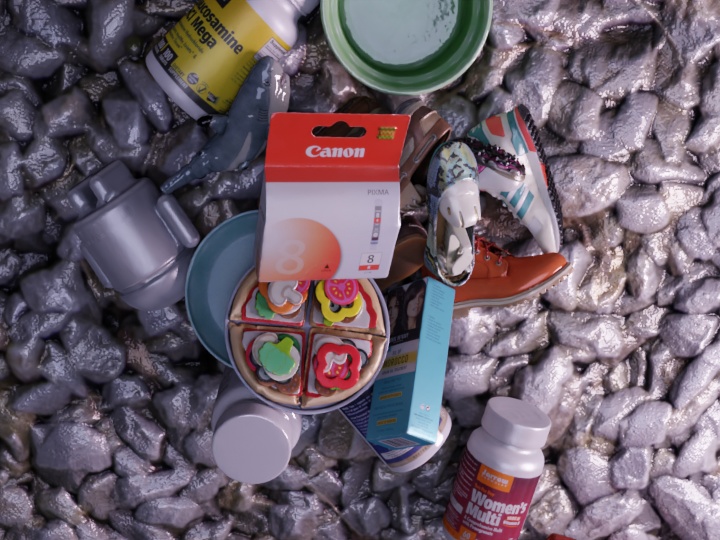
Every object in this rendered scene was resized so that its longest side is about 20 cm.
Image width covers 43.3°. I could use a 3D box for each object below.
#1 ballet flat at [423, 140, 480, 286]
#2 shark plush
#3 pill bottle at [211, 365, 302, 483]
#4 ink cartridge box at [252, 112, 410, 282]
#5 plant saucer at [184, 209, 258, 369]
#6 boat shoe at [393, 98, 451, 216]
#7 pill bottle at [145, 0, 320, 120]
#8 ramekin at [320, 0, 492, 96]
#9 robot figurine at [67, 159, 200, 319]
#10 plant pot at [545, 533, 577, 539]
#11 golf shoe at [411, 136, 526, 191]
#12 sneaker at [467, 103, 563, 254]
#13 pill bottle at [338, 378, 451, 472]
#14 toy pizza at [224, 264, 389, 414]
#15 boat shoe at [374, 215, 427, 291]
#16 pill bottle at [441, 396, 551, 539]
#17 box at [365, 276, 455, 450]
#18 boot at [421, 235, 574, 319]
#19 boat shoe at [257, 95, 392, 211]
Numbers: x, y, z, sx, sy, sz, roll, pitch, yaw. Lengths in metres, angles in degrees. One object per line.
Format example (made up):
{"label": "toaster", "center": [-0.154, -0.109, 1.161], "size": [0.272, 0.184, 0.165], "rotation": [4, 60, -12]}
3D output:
{"label": "ballet flat", "center": [0.115, -0.059, 1.066], "size": [0.073, 0.075, 0.201], "rotation": [-6, 138, -1]}
{"label": "shark plush", "center": [-0.159, -0.167, 1.065], "size": [0.199, 0.092, 0.083], "rotation": [-30, 144, 17]}
{"label": "pill bottle", "center": [-0.127, 0.172, 1.147], "size": [0.112, 0.200, 0.115], "rotation": [0, 112, 0]}
{"label": "ink cartridge box", "center": [-0.030, -0.076, 1.006], "size": [0.160, 0.050, 0.201], "rotation": [-2, 133, -17]}
{"label": "plant saucer", "center": [-0.115, 0.027, 1.115], "size": [0.197, 0.036, 0.203], "rotation": [0, 87, -6]}
{"label": "boat shoe", "center": [0.049, -0.100, 1.075], "size": [0.071, 0.076, 0.202], "rotation": [31, 120, 19]}
{"label": "pill bottle", "center": [-0.146, -0.276, 1.062], "size": [0.200, 0.113, 0.112], "rotation": [-43, 104, 9]}
{"label": "ramekin", "center": [0.051, -0.313, 1.070], "size": [0.197, 0.098, 0.202], "rotation": [-1, 107, -3]}
{"label": "robot figurine", "center": [-0.276, -0.034, 1.127], "size": [0.169, 0.113, 0.201], "rotation": [-23, 108, 32]}
{"label": "plant pot", "center": [0.305, 0.499, 1.286], "size": [0.176, 0.200, 0.201], "rotation": [37, 102, -2]}
{"label": "golf shoe", "center": [0.109, -0.120, 1.119], "size": [0.198, 0.072, 0.093], "rotation": [17, 112, 28]}
{"label": "sneaker", "center": [0.198, -0.107, 1.164], "size": [0.092, 0.070, 0.201], "rotation": [-14, 110, 20]}
{"label": "pill bottle", "center": [0.022, 0.160, 1.202], "size": [0.111, 0.111, 0.200], "rotation": [-37, 105, 8]}
{"label": "toy pizza", "center": [-0.061, 0.067, 1.071], "size": [0.198, 0.032, 0.203], "rotation": [2, 80, -9]}
{"label": "boat shoe", "center": [0.000, 0.000, 1.177], "size": [0.199, 0.071, 0.071], "rotation": [-29, 129, 6]}
{"label": "pill bottle", "center": [0.189, 0.284, 1.249], "size": [0.108, 0.110, 0.202], "rotation": [13, 106, -7]}
{"label": "box", "center": [0.063, 0.115, 1.122], "size": [0.049, 0.082, 0.202], "rotation": [25, 61, -31]}
{"label": "boot", "center": [0.168, -0.006, 1.164], "size": [0.198, 0.075, 0.108], "rotation": [-14, 100, 20]}
{"label": "boat shoe", "center": [-0.048, -0.129, 1.072], "size": [0.199, 0.068, 0.072], "rotation": [-38, 145, -14]}
